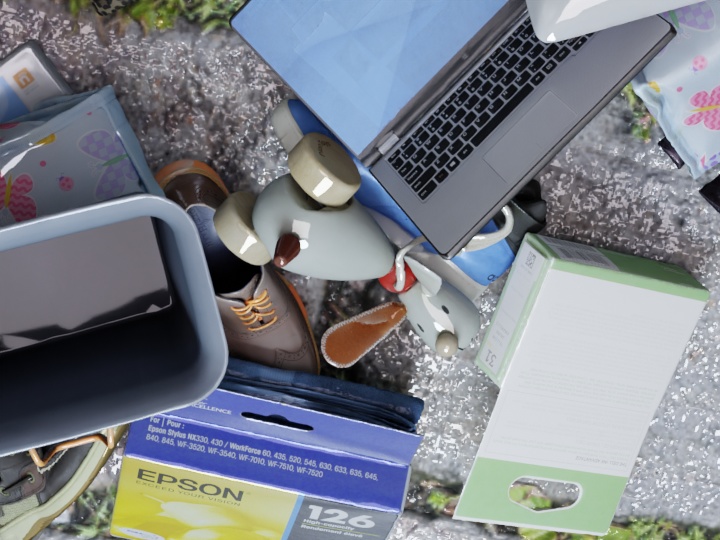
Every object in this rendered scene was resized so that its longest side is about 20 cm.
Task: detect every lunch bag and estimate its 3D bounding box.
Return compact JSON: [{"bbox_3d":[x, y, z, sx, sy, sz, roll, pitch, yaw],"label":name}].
[{"bbox_3d":[-0.217,-0.012,1.193,0.199,0.127,0.171,-22,106,14],"label":"lunch bag"},{"bbox_3d":[0.230,-0.187,1.137,0.169,0.201,0.127,-33,138,12],"label":"lunch bag"}]

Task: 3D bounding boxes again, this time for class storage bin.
[{"bbox_3d":[-0.184,0.030,1.067,0.198,0.134,0.147,-15,105,-4],"label":"storage bin"}]

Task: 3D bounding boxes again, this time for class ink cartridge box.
[{"bbox_3d":[0.146,0.084,1.270,0.145,0.048,0.201,11,110,-31],"label":"ink cartridge box"},{"bbox_3d":[-0.071,0.152,1.260,0.196,0.047,0.200,13,151,-4],"label":"ink cartridge box"}]

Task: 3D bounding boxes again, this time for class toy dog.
[{"bbox_3d":[0.000,0.000,1.173,0.199,0.097,0.132,19,126,-12],"label":"toy dog"}]

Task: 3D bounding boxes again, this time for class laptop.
[{"bbox_3d":[0.049,-0.145,1.082,0.187,0.200,0.116,-45,125,5],"label":"laptop"}]

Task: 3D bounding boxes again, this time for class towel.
[{"bbox_3d":[-0.061,0.113,1.282,0.198,0.049,0.112,11,146,-6],"label":"towel"}]

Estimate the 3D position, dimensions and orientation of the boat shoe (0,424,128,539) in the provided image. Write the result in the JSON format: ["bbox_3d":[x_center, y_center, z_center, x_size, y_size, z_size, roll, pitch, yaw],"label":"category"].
[{"bbox_3d":[-0.212,0.125,1.201,0.065,0.073,0.200,38,134,-8],"label":"boat shoe"}]

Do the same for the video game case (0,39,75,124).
[{"bbox_3d":[-0.253,-0.032,1.266,0.199,0.022,0.183,-34,106,10],"label":"video game case"}]

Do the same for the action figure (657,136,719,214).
[{"bbox_3d":[0.300,-0.125,1.219,0.200,0.069,0.130,-43,86,7],"label":"action figure"}]

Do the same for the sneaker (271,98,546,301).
[{"bbox_3d":[0.041,-0.074,1.226,0.200,0.077,0.111,40,109,-17],"label":"sneaker"}]

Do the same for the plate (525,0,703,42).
[{"bbox_3d":[0.176,-0.245,1.056,0.198,0.201,0.032,-14,152,4],"label":"plate"}]

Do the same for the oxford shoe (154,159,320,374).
[{"bbox_3d":[-0.084,0.020,1.250,0.071,0.073,0.201,-33,117,-1],"label":"oxford shoe"}]

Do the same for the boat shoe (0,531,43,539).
[{"bbox_3d":[-0.275,0.194,1.322,0.067,0.057,0.200,35,104,-12],"label":"boat shoe"}]

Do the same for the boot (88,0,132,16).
[{"bbox_3d":[-0.144,-0.278,1.164,0.203,0.074,0.154,-37,112,7],"label":"boot"}]
